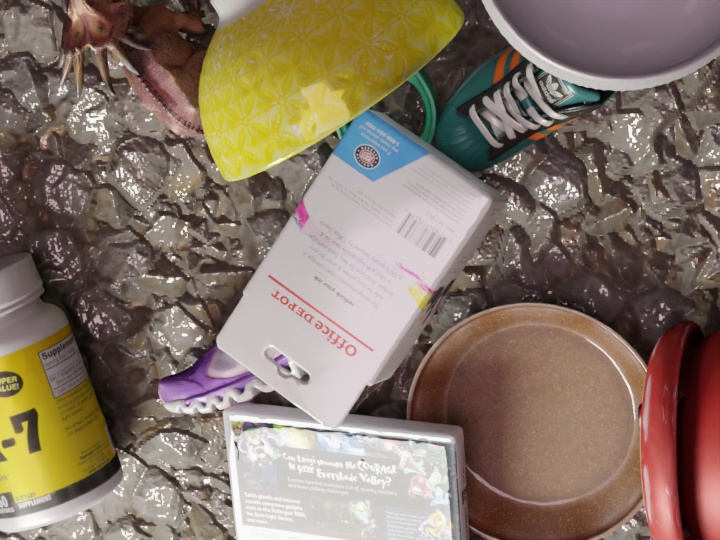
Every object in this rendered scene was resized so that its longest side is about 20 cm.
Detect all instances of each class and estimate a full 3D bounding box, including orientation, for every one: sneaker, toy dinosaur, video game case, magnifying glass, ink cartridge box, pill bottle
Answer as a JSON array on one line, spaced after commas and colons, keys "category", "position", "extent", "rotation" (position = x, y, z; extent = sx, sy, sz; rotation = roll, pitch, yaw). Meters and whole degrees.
[{"category": "sneaker", "position": [0.130, -0.134, 1.198], "extent": [0.200, 0.080, 0.071], "rotation": [-35, 96, 20]}, {"category": "toy dinosaur", "position": [-0.146, -0.145, 1.233], "extent": [0.200, 0.136, 0.086], "rotation": [39, 111, 0]}, {"category": "video game case", "position": [-0.009, 0.199, 1.336], "extent": [0.199, 0.023, 0.183], "rotation": [4, 111, 23]}, {"category": "magnifying glass", "position": [0.011, -0.171, 1.249], "extent": [0.079, 0.022, 0.201], "rotation": [-5, 104, 15]}, {"category": "ink cartridge box", "position": [0.000, 0.000, 1.209], "extent": [0.115, 0.068, 0.200], "rotation": [36, 99, 11]}, {"category": "pill bottle", "position": [-0.273, 0.095, 1.345], "extent": [0.114, 0.114, 0.201], "rotation": [-16, 101, 17]}, {"category": "sneaker", "position": [-0.072, 0.047, 1.306], "extent": [0.199, 0.080, 0.089], "rotation": [-24, 92, 14]}]

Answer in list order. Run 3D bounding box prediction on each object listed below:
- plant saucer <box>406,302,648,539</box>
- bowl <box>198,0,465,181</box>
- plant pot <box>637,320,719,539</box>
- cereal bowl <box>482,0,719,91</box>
[{"category": "plant saucer", "position": [0.135, 0.116, 1.293], "extent": [0.199, 0.037, 0.201], "rotation": [3, 106, 12]}, {"category": "bowl", "position": [-0.040, -0.161, 1.142], "extent": [0.200, 0.200, 0.108], "rotation": [-29, 105, 19]}, {"category": "plant pot", "position": [0.296, 0.118, 1.174], "extent": [0.182, 0.200, 0.202], "rotation": [0, 106, 21]}, {"category": "cereal bowl", "position": [0.166, -0.211, 1.099], "extent": [0.199, 0.083, 0.201], "rotation": [0, 84, -2]}]
